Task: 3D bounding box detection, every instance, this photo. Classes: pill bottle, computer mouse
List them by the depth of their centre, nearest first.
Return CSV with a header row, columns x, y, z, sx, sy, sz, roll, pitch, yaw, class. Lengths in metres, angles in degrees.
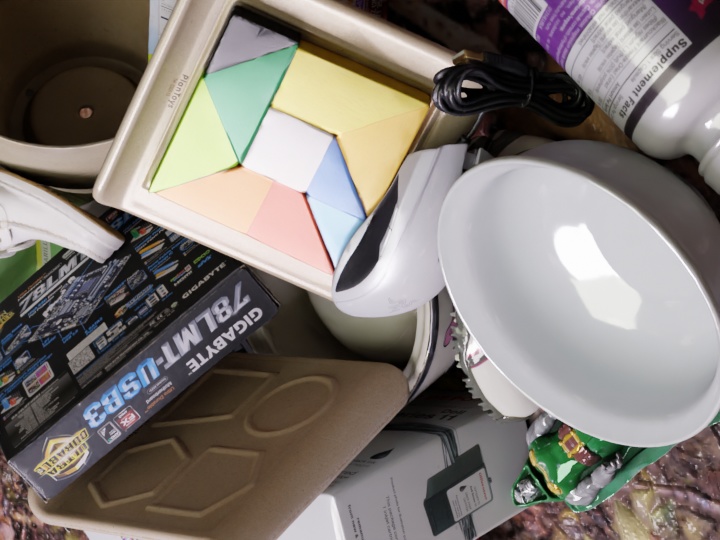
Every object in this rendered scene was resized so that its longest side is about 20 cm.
x,y,z,sx,sy,sz,roll,pitch,yaw,class
0.173,-0.134,1.256,0.200,0.111,0.111,48,134,13,pill bottle
0.054,-0.041,1.344,0.200,0.110,0.044,-59,45,23,computer mouse

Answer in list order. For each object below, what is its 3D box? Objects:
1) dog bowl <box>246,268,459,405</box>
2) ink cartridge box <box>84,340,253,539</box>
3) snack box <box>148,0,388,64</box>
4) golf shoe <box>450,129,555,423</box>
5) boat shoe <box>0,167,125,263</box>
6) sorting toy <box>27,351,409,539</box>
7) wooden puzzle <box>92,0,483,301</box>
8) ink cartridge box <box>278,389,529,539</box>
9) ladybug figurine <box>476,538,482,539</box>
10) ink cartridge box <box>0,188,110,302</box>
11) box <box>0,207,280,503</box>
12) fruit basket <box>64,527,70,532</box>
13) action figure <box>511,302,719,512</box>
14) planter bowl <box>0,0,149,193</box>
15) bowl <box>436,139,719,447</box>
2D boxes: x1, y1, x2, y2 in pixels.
x,y,z,sx,sy,sz,roll,pitch,yaw,class
0.000,0.000,1.496,0.200,0.074,0.200,19,117,42,dog bowl
-0.122,0.111,1.580,0.176,0.200,0.084,55,137,7,ink cartridge box
-0.052,-0.216,1.382,0.068,0.169,0.200,24,124,33,snack box
0.107,0.010,1.415,0.088,0.077,0.200,9,116,32,golf shoe
-0.256,-0.036,1.521,0.200,0.071,0.069,21,82,21,boat shoe
-0.090,0.117,1.435,0.200,0.185,0.036,7,129,41,sorting toy
-0.040,-0.078,1.345,0.200,0.037,0.185,21,117,-13,wooden puzzle
0.003,0.148,1.487,0.147,0.200,0.083,-1,105,42,ink cartridge box
0.081,0.252,1.555,0.200,0.072,0.136,49,135,14,ladybug figurine
-0.223,0.015,1.627,0.048,0.200,0.146,19,122,32,ink cartridge box
-0.168,0.036,1.489,0.050,0.200,0.199,50,178,-29,box
-0.256,0.093,1.744,0.094,0.185,0.200,-30,96,3,fruit basket
0.156,0.096,1.423,0.118,0.055,0.200,57,134,21,action figure
-0.197,-0.137,1.558,0.200,0.200,0.135,43,160,19,planter bowl
0.150,-0.003,1.296,0.201,0.090,0.201,29,142,26,bowl
